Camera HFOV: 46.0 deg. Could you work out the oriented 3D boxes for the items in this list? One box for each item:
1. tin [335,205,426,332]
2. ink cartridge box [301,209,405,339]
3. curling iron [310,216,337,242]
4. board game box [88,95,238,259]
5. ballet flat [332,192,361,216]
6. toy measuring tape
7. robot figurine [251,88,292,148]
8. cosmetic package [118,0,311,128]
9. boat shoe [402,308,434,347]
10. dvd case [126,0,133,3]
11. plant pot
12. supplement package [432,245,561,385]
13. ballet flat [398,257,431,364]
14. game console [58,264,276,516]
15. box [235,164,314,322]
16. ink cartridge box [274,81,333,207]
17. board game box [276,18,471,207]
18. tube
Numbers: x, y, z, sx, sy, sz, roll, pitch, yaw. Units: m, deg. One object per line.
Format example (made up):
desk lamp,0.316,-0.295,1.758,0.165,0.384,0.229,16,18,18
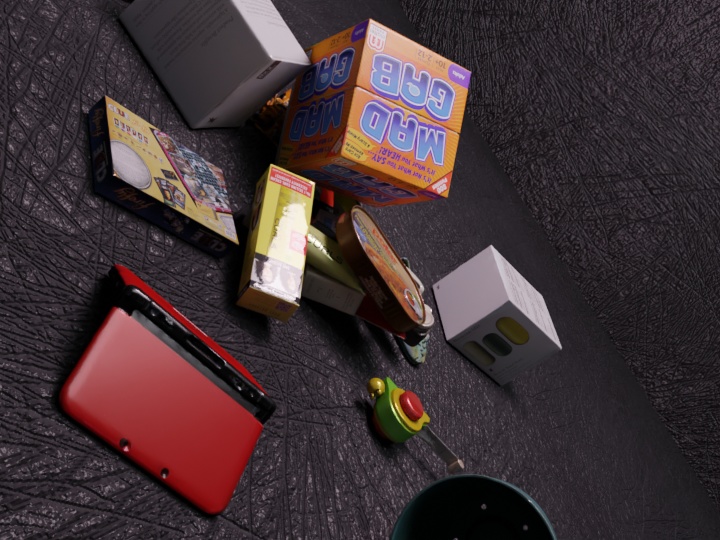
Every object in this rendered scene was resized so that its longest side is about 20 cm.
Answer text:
tin,0.030,0.000,1.220,0.201,0.041,0.113,55,25,-19
ink cartridge box,0.000,0.000,1.288,0.173,0.045,0.201,23,30,-10
curling iron,-0.071,-0.079,1.268,0.199,0.050,0.026,40,-5,16
board game box,-0.239,-0.111,1.037,0.199,0.034,0.137,32,31,-46
ballet flat,-0.011,-0.067,1.424,0.202,0.066,0.067,62,-9,9
toy measuring tape,0.075,0.228,1.177,0.201,0.073,0.074,49,22,-16
robot figurine,-0.141,-0.286,1.469,0.145,0.058,0.202,42,24,-29
cosmetic package,-0.210,-0.340,1.255,0.202,0.164,0.165,56,21,1
boat shoe,0.029,0.044,1.353,0.199,0.057,0.067,41,34,17
dvd case,-0.413,-0.492,1.234,0.202,0.025,0.150,60,21,10
plant pot,0.146,0.342,1.007,0.203,0.199,0.161,61,11,16
supplement package,0.267,0.092,1.669,0.199,0.151,0.152,39,27,-36
ballet flat,0.084,0.060,1.439,0.074,0.074,0.202,27,35,-50
game console,-0.193,0.113,0.836,0.200,0.119,0.172,45,-8,-26
box,-0.108,-0.038,1.100,0.074,0.050,0.203,22,50,-21
ink cartridge box,-0.057,-0.204,1.434,0.199,0.047,0.163,25,73,-51
board game box,0.019,-0.229,1.301,0.197,0.199,0.204,17,80,-32
tube,-0.070,-0.037,1.193,0.198,0.052,0.059,32,70,-12
